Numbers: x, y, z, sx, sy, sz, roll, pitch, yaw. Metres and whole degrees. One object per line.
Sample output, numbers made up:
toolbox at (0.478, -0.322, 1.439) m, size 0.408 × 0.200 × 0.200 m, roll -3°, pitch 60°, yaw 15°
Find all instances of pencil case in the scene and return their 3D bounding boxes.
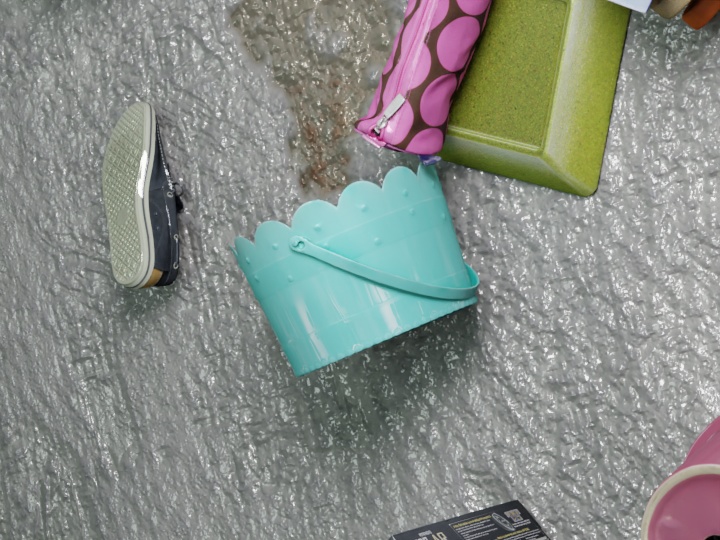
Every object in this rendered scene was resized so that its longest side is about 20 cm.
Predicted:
pencil case at (0.059, -0.196, 1.582) m, size 0.091 × 0.094 × 0.200 m, roll 26°, pitch 108°, yaw 32°

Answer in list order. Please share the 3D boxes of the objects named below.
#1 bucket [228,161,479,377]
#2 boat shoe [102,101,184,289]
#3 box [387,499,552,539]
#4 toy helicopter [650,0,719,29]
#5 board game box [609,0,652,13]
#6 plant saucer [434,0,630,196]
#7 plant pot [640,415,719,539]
bucket at (0.000, 0.000, 1.638) m, size 0.207 × 0.207 × 0.135 m, roll -24°, pitch 88°, yaw 35°
boat shoe at (-0.217, -0.074, 1.878) m, size 0.075 × 0.062 × 0.200 m, roll -23°, pitch 65°, yaw 40°
box at (0.119, 0.279, 1.565) m, size 0.160 × 0.200 × 0.044 m, roll 48°, pitch 119°, yaw 23°
toy helicopter at (0.296, -0.281, 1.449) m, size 0.079 × 0.132 × 0.200 m, roll 38°, pitch 99°, yaw -3°
board game box at (0.227, -0.324, 1.462) m, size 0.200 × 0.041 × 0.200 m, roll -104°, pitch 35°, yaw -66°
plant saucer at (0.127, -0.180, 1.620) m, size 0.200 × 0.048 × 0.200 m, roll 17°, pitch 104°, yaw 35°
plant pot at (0.313, 0.199, 1.428) m, size 0.200 × 0.179 × 0.200 m, roll 3°, pitch 95°, yaw 36°
